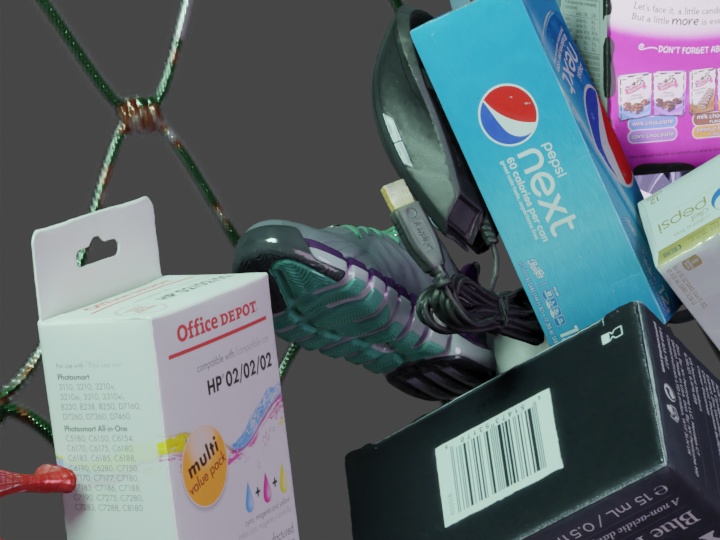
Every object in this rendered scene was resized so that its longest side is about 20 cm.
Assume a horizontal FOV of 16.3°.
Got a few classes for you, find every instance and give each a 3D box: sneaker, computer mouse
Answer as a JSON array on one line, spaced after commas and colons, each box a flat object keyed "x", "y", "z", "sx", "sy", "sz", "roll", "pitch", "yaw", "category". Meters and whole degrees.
[{"x": 0.000, "y": 0.000, "z": 1.357, "sx": 0.200, "sy": 0.074, "sz": 0.088, "roll": 33, "pitch": 49, "yaw": -47, "category": "sneaker"}, {"x": 0.032, "y": -0.048, "z": 1.346, "sx": 0.140, "sy": 0.046, "sz": 0.201, "roll": 1, "pitch": 67, "yaw": -64, "category": "computer mouse"}]

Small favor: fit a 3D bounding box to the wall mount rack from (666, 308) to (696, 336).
[{"x": 0.210, "y": 0.058, "z": 1.482, "sx": 0.075, "sy": 0.173, "sz": 0.200, "roll": -45, "pitch": 121, "yaw": -35, "category": "wall mount rack"}]

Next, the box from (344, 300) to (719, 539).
[{"x": 0.130, "y": 0.149, "z": 1.368, "sx": 0.200, "sy": 0.196, "sz": 0.118, "roll": 40, "pitch": 30, "yaw": -38, "category": "box"}]

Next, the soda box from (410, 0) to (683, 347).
[{"x": 0.104, "y": -0.056, "z": 1.363, "sx": 0.201, "sy": 0.068, "sz": 0.064, "roll": 65, "pitch": 22, "yaw": -4, "category": "soda box"}]

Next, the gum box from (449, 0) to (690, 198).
[{"x": 0.163, "y": -0.118, "z": 1.478, "sx": 0.199, "sy": 0.045, "sz": 0.171, "roll": -23, "pitch": 109, "yaw": -23, "category": "gum box"}]

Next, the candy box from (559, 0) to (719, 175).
[{"x": 0.183, "y": -0.160, "z": 1.420, "sx": 0.136, "sy": 0.061, "sz": 0.201, "roll": -6, "pitch": 102, "yaw": -24, "category": "candy box"}]

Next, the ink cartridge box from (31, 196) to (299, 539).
[{"x": -0.093, "y": 0.069, "z": 1.232, "sx": 0.115, "sy": 0.068, "sz": 0.201, "roll": -23, "pitch": 108, "yaw": -61, "category": "ink cartridge box"}]

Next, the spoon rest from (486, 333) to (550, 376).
[{"x": 0.122, "y": 0.108, "z": 1.473, "sx": 0.200, "sy": 0.060, "sz": 0.100, "roll": 51, "pitch": 25, "yaw": -29, "category": "spoon rest"}]

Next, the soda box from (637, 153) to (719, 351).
[{"x": 0.232, "y": 0.028, "z": 1.374, "sx": 0.200, "sy": 0.068, "sz": 0.064, "roll": 49, "pitch": 19, "yaw": -32, "category": "soda box"}]

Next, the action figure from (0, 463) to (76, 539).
[{"x": -0.223, "y": 0.112, "z": 1.134, "sx": 0.199, "sy": 0.052, "sz": 0.066, "roll": 8, "pitch": 81, "yaw": -40, "category": "action figure"}]
